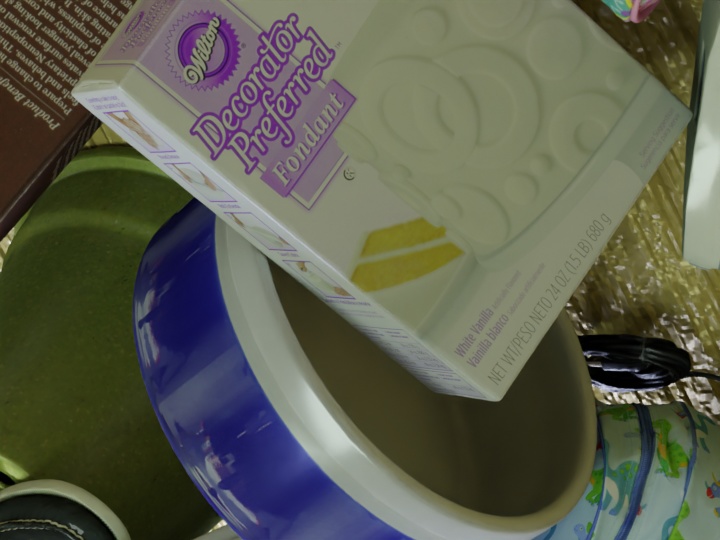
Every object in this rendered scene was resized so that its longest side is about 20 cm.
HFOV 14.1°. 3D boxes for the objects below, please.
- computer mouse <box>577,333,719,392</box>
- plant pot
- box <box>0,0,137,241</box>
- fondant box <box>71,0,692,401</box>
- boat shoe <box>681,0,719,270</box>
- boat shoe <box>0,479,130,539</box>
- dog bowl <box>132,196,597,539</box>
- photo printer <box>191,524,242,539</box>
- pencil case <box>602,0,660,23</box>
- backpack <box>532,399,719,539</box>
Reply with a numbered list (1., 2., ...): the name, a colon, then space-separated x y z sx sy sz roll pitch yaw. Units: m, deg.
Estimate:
1. computer mouse: 0.175 0.042 1.263 0.200 0.034 0.059 8 156 36
2. plant pot: -0.129 0.073 1.385 0.200 0.184 0.201 19 133 21
3. box: -0.129 -0.114 1.210 0.100 0.200 0.075 40 163 0
4. fondant box: 0.011 -0.065 1.121 0.200 0.144 0.058 39 167 -20
5. boat shoe: 0.170 -0.085 1.137 0.071 0.070 0.201 5 127 1
6. boat shoe: -0.175 0.155 1.299 0.199 0.066 0.075 -26 108 45
7. dog bowl: 0.003 0.037 1.215 0.079 0.200 0.200 -36 101 32
8. photo printer: -0.067 0.175 1.322 0.070 0.166 0.200 60 146 14
9. pencil case: 0.047 -0.178 1.122 0.200 0.087 0.088 33 137 6
10. backpack: 0.112 0.155 1.288 0.200 0.163 0.154 -43 99 14
